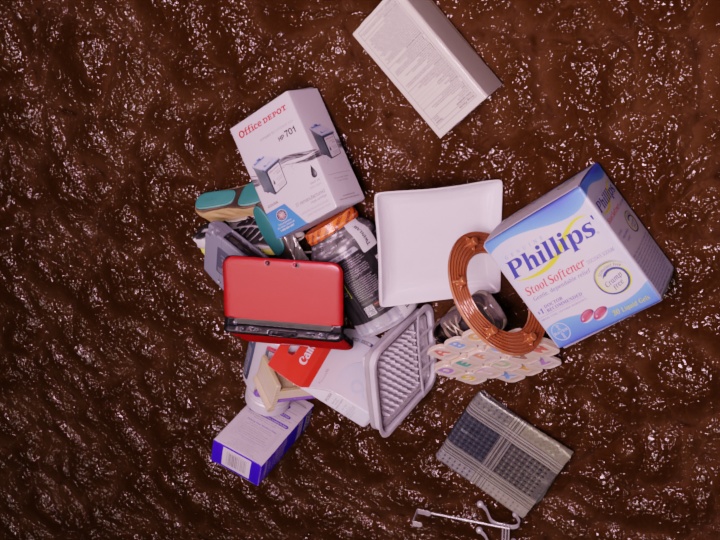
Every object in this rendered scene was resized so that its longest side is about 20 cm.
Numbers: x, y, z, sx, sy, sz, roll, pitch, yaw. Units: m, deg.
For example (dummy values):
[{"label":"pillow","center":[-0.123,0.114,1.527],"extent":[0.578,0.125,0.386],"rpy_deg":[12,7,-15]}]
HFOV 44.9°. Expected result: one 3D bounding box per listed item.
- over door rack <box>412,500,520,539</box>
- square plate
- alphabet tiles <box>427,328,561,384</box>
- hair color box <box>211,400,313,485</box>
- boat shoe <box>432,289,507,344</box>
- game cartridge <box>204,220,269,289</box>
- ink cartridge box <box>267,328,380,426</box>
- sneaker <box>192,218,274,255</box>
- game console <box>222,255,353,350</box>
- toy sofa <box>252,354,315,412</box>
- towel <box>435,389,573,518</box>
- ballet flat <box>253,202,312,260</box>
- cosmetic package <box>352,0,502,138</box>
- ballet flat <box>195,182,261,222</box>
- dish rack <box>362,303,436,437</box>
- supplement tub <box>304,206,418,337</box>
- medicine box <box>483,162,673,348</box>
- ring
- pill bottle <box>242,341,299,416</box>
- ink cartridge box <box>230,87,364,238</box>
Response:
[{"label":"over door rack","center":[0.198,0.509,1.646],"extent":[0.199,0.067,0.148],"rpy_deg":[1,118,7]},{"label":"square plate","center":[0.122,-0.044,1.364],"extent":[0.199,0.028,0.199],"rpy_deg":[-7,117,-6]},{"label":"alphabet tiles","center":[0.215,0.141,1.392],"extent":[0.195,0.015,0.200],"rpy_deg":[22,146,-31]},{"label":"hair color box","center":[-0.187,0.312,1.683],"extent":[0.109,0.200,0.065],"rpy_deg":[25,128,16]},{"label":"boat shoe","center":[0.169,0.088,1.379],"extent":[0.075,0.073,0.200],"rpy_deg":[53,162,5]},{"label":"game cartridge","center":[-0.193,0.014,1.517],"extent":[0.200,0.042,0.133],"rpy_deg":[37,146,19]},{"label":"ink cartridge box","center":[-0.039,0.156,1.518],"extent":[0.200,0.160,0.047],"rpy_deg":[33,134,-2]},{"label":"sneaker","center":[-0.209,-0.040,1.589],"extent":[0.200,0.078,0.091],"rpy_deg":[4,126,35]},{"label":"game console","center":[-0.115,0.057,1.436],"extent":[0.199,0.172,0.119],"rpy_deg":[5,78,12]},{"label":"toy sofa","center":[-0.087,0.205,1.563],"extent":[0.083,0.199,0.098],"rpy_deg":[56,137,43]},{"label":"towel","center":[0.255,0.326,1.550],"extent":[0.200,0.035,0.193],"rpy_deg":[34,125,12]},{"label":"ballet flat","center":[-0.114,-0.034,1.488],"extent":[0.200,0.064,0.067],"rpy_deg":[62,151,2]},{"label":"cosmetic package","center":[0.097,-0.305,1.255],"extent":[0.200,0.073,0.103],"rpy_deg":[50,129,-3]},{"label":"ballet flat","center":[-0.205,-0.120,1.553],"extent":[0.199,0.069,0.063],"rpy_deg":[-3,142,34]},{"label":"dish rack","center":[0.063,0.162,1.456],"extent":[0.043,0.200,0.172],"rpy_deg":[11,121,29]},{"label":"supplement tub","center":[0.000,0.000,1.451],"extent":[0.122,0.123,0.200],"rpy_deg":[-25,103,37]},{"label":"medicine box","center":[0.316,-0.019,1.269],"extent":[0.182,0.103,0.200],"rpy_deg":[-34,97,38]},{"label":"ring","center":[0.209,0.030,1.295],"extent":[0.201,0.200,0.019],"rpy_deg":[50,134,-4]},{"label":"pill bottle","center":[-0.158,0.174,1.642],"extent":[0.119,0.120,0.200],"rpy_deg":[28,127,14]},{"label":"ink cartridge box","center":[-0.103,-0.173,1.411],"extent":[0.146,0.086,0.200],"rpy_deg":[-25,90,37]}]
